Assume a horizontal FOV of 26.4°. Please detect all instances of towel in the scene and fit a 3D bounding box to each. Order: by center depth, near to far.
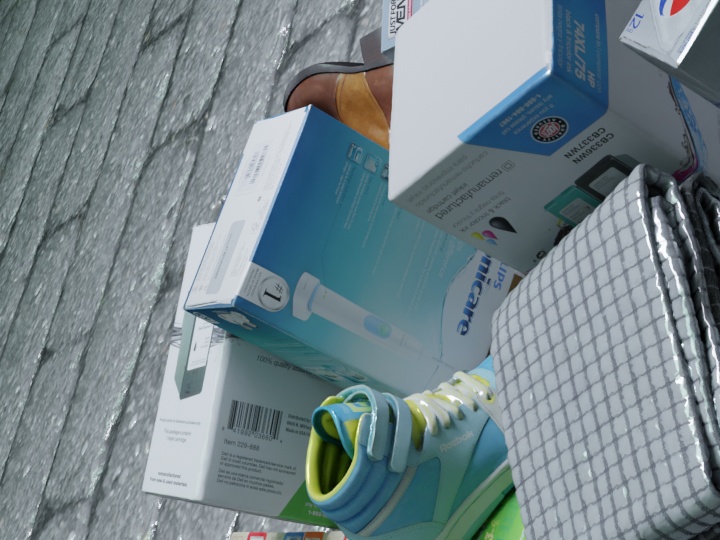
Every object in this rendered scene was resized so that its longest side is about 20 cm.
[{"bbox_3d":[0.158,0.068,0.855,0.166,0.085,0.202,-46,44,46],"label":"towel"}]

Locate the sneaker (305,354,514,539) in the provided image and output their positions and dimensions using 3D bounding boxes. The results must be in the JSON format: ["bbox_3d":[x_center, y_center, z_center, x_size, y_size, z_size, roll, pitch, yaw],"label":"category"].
[{"bbox_3d":[0.045,0.093,0.978,0.201,0.130,0.079,-54,28,-12],"label":"sneaker"}]

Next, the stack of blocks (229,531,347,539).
[{"bbox_3d":[-0.042,0.257,1.132,0.199,0.058,0.116,-16,52,56],"label":"stack of blocks"}]

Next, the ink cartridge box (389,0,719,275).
[{"bbox_3d":[0.140,-0.091,0.950,0.146,0.199,0.147,-37,37,41],"label":"ink cartridge box"}]

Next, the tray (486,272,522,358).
[{"bbox_3d":[0.059,0.093,1.128,0.098,0.037,0.202,18,82,63],"label":"tray"}]

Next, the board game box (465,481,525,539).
[{"bbox_3d":[0.084,0.176,0.984,0.096,0.030,0.199,-56,32,-13],"label":"board game box"}]

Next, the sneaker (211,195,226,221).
[{"bbox_3d":[-0.122,0.016,1.469,0.074,0.087,0.202,-36,38,39],"label":"sneaker"}]

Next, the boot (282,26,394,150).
[{"bbox_3d":[0.019,-0.081,1.259,0.187,0.068,0.202,-21,81,43],"label":"boot"}]

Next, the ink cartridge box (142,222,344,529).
[{"bbox_3d":[-0.062,0.077,1.120,0.084,0.145,0.203,-4,73,53],"label":"ink cartridge box"}]

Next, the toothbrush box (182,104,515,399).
[{"bbox_3d":[0.000,0.000,1.059,0.085,0.199,0.148,-5,62,60],"label":"toothbrush box"}]

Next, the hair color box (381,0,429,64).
[{"bbox_3d":[0.122,-0.192,1.121,0.199,0.099,0.061,-21,50,32],"label":"hair color box"}]

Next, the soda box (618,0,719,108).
[{"bbox_3d":[0.234,-0.095,0.800,0.069,0.199,0.063,-58,28,8],"label":"soda box"}]
